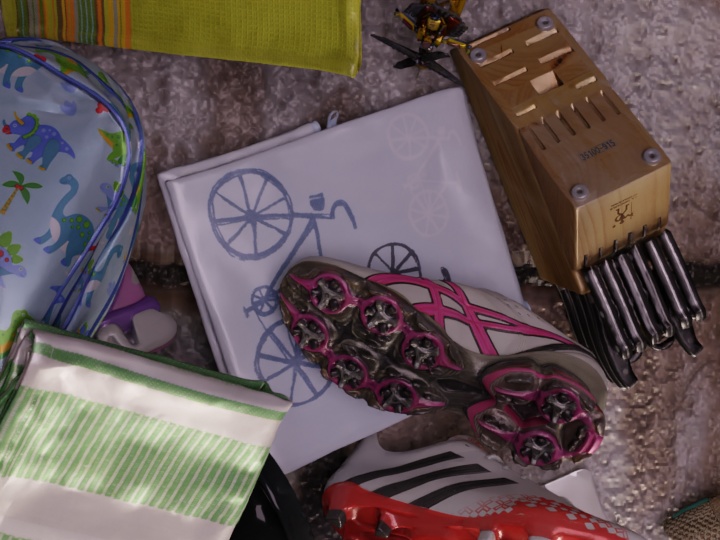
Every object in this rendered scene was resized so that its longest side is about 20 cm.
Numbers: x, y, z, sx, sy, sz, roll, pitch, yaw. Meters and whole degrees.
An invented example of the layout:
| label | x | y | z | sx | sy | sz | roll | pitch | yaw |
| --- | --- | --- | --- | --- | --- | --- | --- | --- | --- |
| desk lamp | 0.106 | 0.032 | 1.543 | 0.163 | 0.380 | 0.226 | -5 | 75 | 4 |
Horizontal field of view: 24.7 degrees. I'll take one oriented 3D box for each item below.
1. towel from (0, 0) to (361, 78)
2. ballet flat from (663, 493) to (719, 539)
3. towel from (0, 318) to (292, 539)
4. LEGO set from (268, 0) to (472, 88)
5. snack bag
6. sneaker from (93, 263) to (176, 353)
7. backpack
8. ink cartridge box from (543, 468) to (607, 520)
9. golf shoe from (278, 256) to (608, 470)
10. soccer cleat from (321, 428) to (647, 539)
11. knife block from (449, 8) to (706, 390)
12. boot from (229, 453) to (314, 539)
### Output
| label | x | y | z | sx | sy | sz | roll | pitch | yaw |
| --- | --- | --- | --- | --- | --- | --- | --- | --- | --- |
| towel | -0.098 | -0.149 | 0.865 | 0.200 | 0.018 | 0.086 | 8 | 132 | 11 |
| ballet flat | 0.241 | 0.239 | 1.044 | 0.075 | 0.068 | 0.200 | -20 | 96 | 11 |
| towel | -0.131 | 0.131 | 0.794 | 0.152 | 0.023 | 0.200 | 17 | 102 | -32 |
| LEGO set | 0.000 | -0.171 | 0.877 | 0.200 | 0.154 | 0.116 | 25 | 73 | -19 |
| snack bag | 0.000 | 0.000 | 0.965 | 0.200 | 0.021 | 0.189 | -21 | 101 | -18 |
| sneaker | -0.206 | 0.033 | 0.898 | 0.200 | 0.080 | 0.089 | -21 | 95 | -16 |
| backpack | -0.187 | -0.018 | 0.817 | 0.163 | 0.154 | 0.200 | 33 | 61 | 7 |
| ink cartridge box | 0.077 | 0.212 | 0.990 | 0.200 | 0.068 | 0.116 | -23 | 102 | -11 |
| golf shoe | 0.047 | 0.042 | 0.944 | 0.200 | 0.092 | 0.073 | 26 | 121 | -6 |
| soccer cleat | 0.075 | 0.134 | 0.933 | 0.200 | 0.085 | 0.069 | 6 | 135 | 23 |
| knife block | 0.131 | -0.032 | 0.986 | 0.064 | 0.200 | 0.176 | -25 | 147 | -11 |
| boot | -0.108 | 0.191 | 0.894 | 0.162 | 0.073 | 0.198 | -24 | 144 | -22 |
